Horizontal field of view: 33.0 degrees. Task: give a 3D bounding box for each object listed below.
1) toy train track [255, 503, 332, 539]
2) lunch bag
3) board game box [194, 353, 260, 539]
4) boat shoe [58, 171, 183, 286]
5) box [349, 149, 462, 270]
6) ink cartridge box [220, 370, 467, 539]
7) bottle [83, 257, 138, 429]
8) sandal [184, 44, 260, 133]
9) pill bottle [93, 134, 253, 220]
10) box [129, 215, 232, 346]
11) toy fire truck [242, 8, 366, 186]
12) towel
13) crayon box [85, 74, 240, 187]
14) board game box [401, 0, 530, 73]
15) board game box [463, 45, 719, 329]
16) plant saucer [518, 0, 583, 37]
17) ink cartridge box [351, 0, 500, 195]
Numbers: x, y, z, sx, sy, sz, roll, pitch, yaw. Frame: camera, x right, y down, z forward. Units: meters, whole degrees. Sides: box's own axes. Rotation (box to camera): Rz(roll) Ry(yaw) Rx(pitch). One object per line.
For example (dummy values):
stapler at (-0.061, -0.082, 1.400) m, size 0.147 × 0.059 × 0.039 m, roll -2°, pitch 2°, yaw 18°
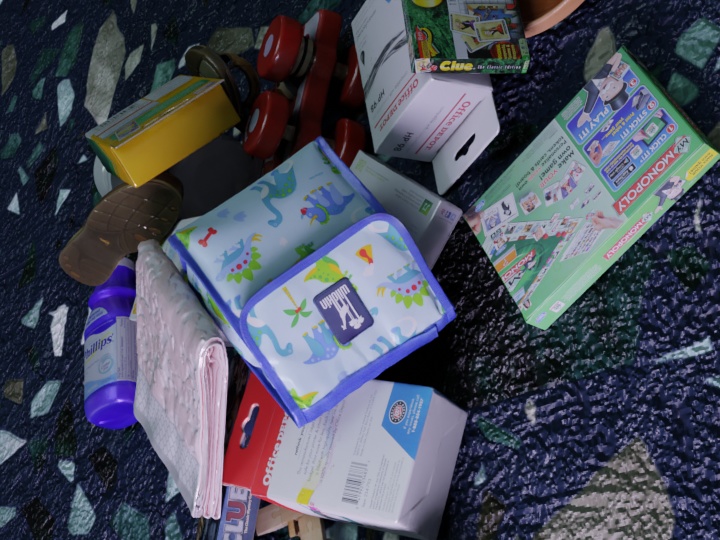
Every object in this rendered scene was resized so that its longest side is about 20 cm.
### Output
toy train track at (-0.048, 0.178, 1.127) m, size 0.114 × 0.033 × 0.201 m, roll -27°, pitch 54°, yaw 22°
lunch bag at (-0.041, 0.014, 1.046) m, size 0.170 × 0.128 × 0.200 m, roll -34°, pitch 67°, yaw -11°
board game box at (-0.117, 0.177, 1.164) m, size 0.135 × 0.034 × 0.201 m, roll 144°, pitch 138°, yaw -70°
boat shoe at (-0.249, -0.056, 1.280) m, size 0.200 × 0.072 × 0.068 m, roll -33°, pitch 27°, yaw 42°
box at (0.000, 0.000, 1.160) m, size 0.144 × 0.036 × 0.201 m, roll 37°, pitch 100°, yaw 49°
ink cartridge box at (-0.018, 0.154, 1.050) m, size 0.199 × 0.067 × 0.117 m, roll 4°, pitch 70°, yaw 37°
bottle at (-0.282, 0.079, 1.409) m, size 0.083 × 0.065 × 0.201 m, roll -33°, pitch 51°, yaw 35°
sandal at (-0.133, -0.196, 1.298) m, size 0.055 × 0.200 × 0.082 m, roll -45°, pitch 73°, yaw -3°
pill bottle at (-0.216, -0.106, 1.382) m, size 0.199 × 0.113 × 0.114 m, roll 12°, pitch 82°, yaw 50°
box at (-0.146, 0.014, 1.228) m, size 0.200 × 0.101 × 0.113 m, roll -2°, pitch 71°, yaw 63°
toy fire truck at (-0.071, -0.164, 1.267) m, size 0.168 × 0.112 × 0.201 m, roll -23°, pitch 54°, yaw 62°
towel at (-0.168, 0.096, 1.104) m, size 0.200 × 0.032 × 0.192 m, roll 45°, pitch 136°, yaw 52°
crayon box at (-0.200, -0.143, 1.228) m, size 0.125 × 0.052 × 0.200 m, roll -34°, pitch 19°, yaw -12°
board game box at (0.085, -0.262, 1.090) m, size 0.024 × 0.104 × 0.201 m, roll 98°, pitch 167°, yaw -60°
board game box at (0.182, -0.067, 0.994) m, size 0.200 × 0.029 × 0.135 m, roll -47°, pitch 45°, yaw 22°
plant saucer at (0.164, -0.305, 1.118) m, size 0.200 × 0.032 × 0.202 m, roll -21°, pitch 59°, yaw 40°
ink cartridge box at (0.057, -0.184, 1.127) m, size 0.116 × 0.066 × 0.201 m, roll -49°, pitch 42°, yaw 48°
